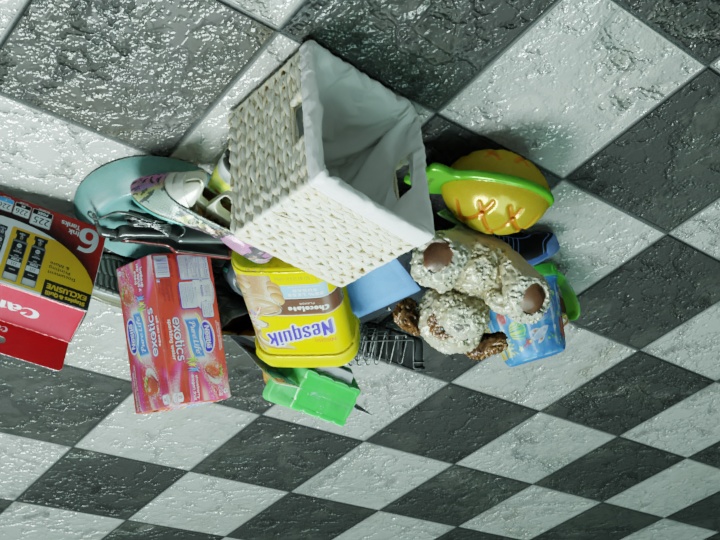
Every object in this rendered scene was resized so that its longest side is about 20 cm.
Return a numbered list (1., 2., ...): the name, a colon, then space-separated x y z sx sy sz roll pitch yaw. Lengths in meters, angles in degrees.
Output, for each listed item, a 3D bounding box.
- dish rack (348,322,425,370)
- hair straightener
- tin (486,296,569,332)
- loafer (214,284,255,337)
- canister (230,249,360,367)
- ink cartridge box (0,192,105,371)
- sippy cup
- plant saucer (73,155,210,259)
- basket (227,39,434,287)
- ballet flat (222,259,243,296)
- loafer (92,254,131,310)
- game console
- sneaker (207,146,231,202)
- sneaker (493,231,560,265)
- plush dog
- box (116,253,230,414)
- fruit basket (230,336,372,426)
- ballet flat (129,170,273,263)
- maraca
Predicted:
1. dish rack: -0.014 0.110 1.618 0.197 0.056 0.152 3 -174 -37
2. hair straightener: -0.249 -0.061 1.363 0.196 0.041 0.077 10 141 -19
3. tin: 0.238 0.081 1.720 0.196 0.043 0.112 -8 160 -1
4. loafer: -0.168 0.072 1.556 0.198 0.072 0.073 4 127 -54
5. canister: -0.086 0.037 1.429 0.145 0.088 0.202 -1 139 10
6. ink cartridge box: -0.432 0.006 1.318 0.197 0.178 0.084 20 139 -20
7. sippy cup: 0.247 0.071 1.601 0.175 0.133 0.140 -17 171 6
8. plant saucer: -0.276 -0.071 1.400 0.196 0.036 0.201 -7 145 -5
9. basket: -0.036 -0.117 1.253 0.160 0.201 0.198 -31 141 35
10. ballet flat: -0.121 0.023 1.548 0.198 0.074 0.073 22 135 -41
11. loafer: -0.320 0.037 1.506 0.198 0.076 0.070 18 133 -34
12. game console: 0.000 0.000 1.479 0.197 0.031 0.177 -24 135 20
13. sneaker: -0.110 -0.098 1.376 0.198 0.079 0.090 24 142 -30
14. sneaker: 0.199 -0.034 1.538 0.197 0.079 0.070 -20 -173 -23
15. plush dog: 0.136 0.033 1.438 0.197 0.161 0.174 21 112 -11
16. box: -0.252 0.083 1.430 0.099 0.204 0.095 -3 170 -44
17. fruit basket: -0.092 0.147 1.591 0.184 0.200 0.095 26 100 -34
18. ballet flat: -0.184 -0.079 1.308 0.198 0.070 0.071 28 134 -9
19. maraca: 0.156 -0.107 1.392 0.196 0.109 0.137 11 166 -4
